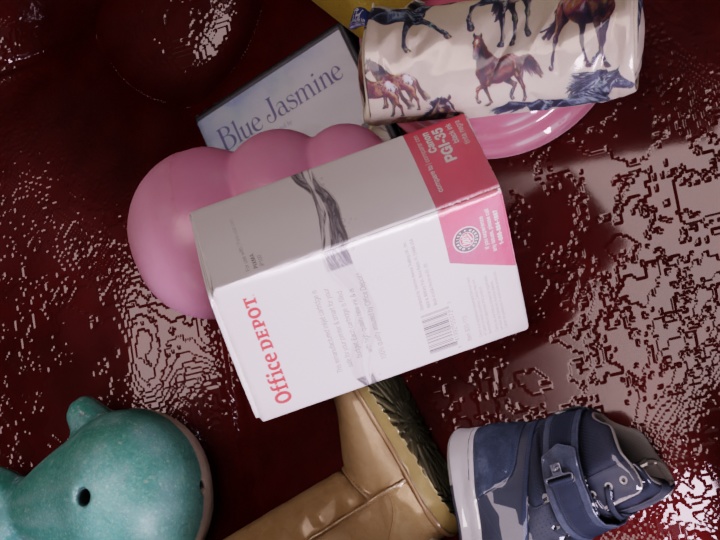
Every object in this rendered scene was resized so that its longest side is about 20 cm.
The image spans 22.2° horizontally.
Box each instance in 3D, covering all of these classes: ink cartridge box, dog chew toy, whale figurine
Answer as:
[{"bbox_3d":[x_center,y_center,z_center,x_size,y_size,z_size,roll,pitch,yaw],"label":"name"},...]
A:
[{"bbox_3d":[0.000,0.000,1.229,0.199,0.147,0.083,-19,48,-2],"label":"ink cartridge box"},{"bbox_3d":[-0.063,-0.044,1.305,0.199,0.124,0.125,-21,76,13],"label":"dog chew toy"},{"bbox_3d":[-0.210,0.173,1.371,0.199,0.104,0.160,-9,81,23],"label":"whale figurine"}]

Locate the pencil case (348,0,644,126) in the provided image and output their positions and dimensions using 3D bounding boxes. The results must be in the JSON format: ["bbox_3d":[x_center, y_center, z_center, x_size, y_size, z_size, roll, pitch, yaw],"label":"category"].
[{"bbox_3d":[0.095,-0.149,1.217,0.199,0.078,0.090,-5,73,14],"label":"pencil case"}]

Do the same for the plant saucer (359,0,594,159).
[{"bbox_3d":[0.088,-0.182,1.299,0.199,0.051,0.202,-4,79,21],"label":"plant saucer"}]

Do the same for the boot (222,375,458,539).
[{"bbox_3d":[-0.040,0.165,1.317,0.200,0.066,0.176,-35,71,18],"label":"boot"}]

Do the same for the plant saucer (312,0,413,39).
[{"bbox_3d":[0.003,-0.292,1.319,0.200,0.048,0.200,-52,50,4],"label":"plant saucer"}]

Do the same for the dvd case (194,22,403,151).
[{"bbox_3d":[-0.028,-0.065,1.362,0.142,0.018,0.201,-31,72,19],"label":"dvd case"}]

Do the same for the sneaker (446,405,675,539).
[{"bbox_3d":[0.143,0.191,1.223,0.145,0.077,0.204,-15,77,25],"label":"sneaker"}]
